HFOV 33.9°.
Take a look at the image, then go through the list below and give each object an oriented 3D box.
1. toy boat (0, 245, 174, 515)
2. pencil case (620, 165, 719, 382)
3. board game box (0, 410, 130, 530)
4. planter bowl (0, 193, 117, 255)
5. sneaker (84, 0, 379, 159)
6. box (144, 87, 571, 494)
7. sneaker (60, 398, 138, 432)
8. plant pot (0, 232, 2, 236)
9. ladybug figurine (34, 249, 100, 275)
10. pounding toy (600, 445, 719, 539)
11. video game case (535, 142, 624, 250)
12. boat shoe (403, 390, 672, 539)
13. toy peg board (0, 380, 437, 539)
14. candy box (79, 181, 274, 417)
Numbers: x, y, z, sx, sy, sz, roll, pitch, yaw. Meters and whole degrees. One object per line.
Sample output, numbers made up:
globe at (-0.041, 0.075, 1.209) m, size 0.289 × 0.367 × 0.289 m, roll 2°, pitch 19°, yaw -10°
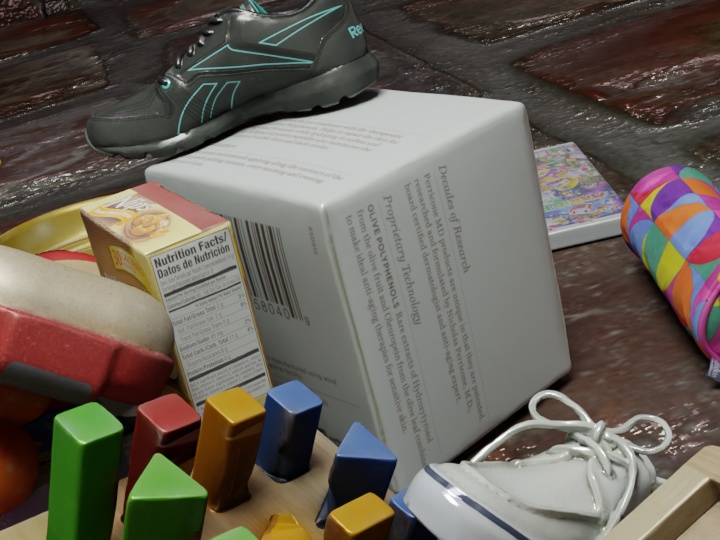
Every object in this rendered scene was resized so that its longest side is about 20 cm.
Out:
toy boat at (-0.184, 0.064, 0.623) m, size 0.130 × 0.131 × 0.200 m, roll 19°, pitch -11°, yaw -23°
pencil case at (0.241, -0.003, 0.812) m, size 0.088 × 0.089 × 0.200 m, roll -12°, pitch 26°, yaw 2°
board game box at (-0.268, 0.138, 0.683) m, size 0.199 × 0.041 × 0.199 m, roll 11°, pitch 34°, yaw 41°
planter bowl at (-0.220, 0.005, 1.017) m, size 0.199 × 0.084 × 0.201 m, roll -10°, pitch 22°, yaw 4°
sneaker at (-0.091, -0.132, 0.781) m, size 0.199 × 0.080 × 0.075 m, roll -19°, pitch 21°, yaw -2°
box at (0.000, 0.000, 0.778) m, size 0.171 × 0.201 × 0.199 m, roll -31°, pitch 28°, yaw -32°
sneaker at (-0.168, 0.064, 0.873) m, size 0.199 × 0.077 × 0.076 m, roll -27°, pitch 29°, yaw -22°
plant pot at (-0.404, -0.028, 1.043) m, size 0.185 × 0.201 × 0.187 m, roll -11°, pitch 23°, yaw 5°
ladybug figurine at (-0.229, 0.036, 0.836) m, size 0.136 × 0.072 × 0.200 m, roll -47°, pitch 16°, yaw -24°
pounding toy at (0.147, 0.173, 0.442) m, size 0.184 × 0.143 × 0.200 m, roll -37°, pitch 28°, yaw -15°
video game case at (0.149, -0.063, 1.062) m, size 0.142 × 0.018 × 0.200 m, roll -12°, pitch 24°, yaw 0°
boat shoe at (0.101, 0.096, 0.524) m, size 0.075 × 0.202 × 0.086 m, roll 36°, pitch 97°, yaw 43°
toy peg board at (-0.033, 0.122, 0.532) m, size 0.199 × 0.098 × 0.200 m, roll -19°, pitch 43°, yaw -43°
candy box at (-0.098, 0.057, 0.701) m, size 0.055 × 0.201 × 0.115 m, roll -24°, pitch 26°, yaw -24°
